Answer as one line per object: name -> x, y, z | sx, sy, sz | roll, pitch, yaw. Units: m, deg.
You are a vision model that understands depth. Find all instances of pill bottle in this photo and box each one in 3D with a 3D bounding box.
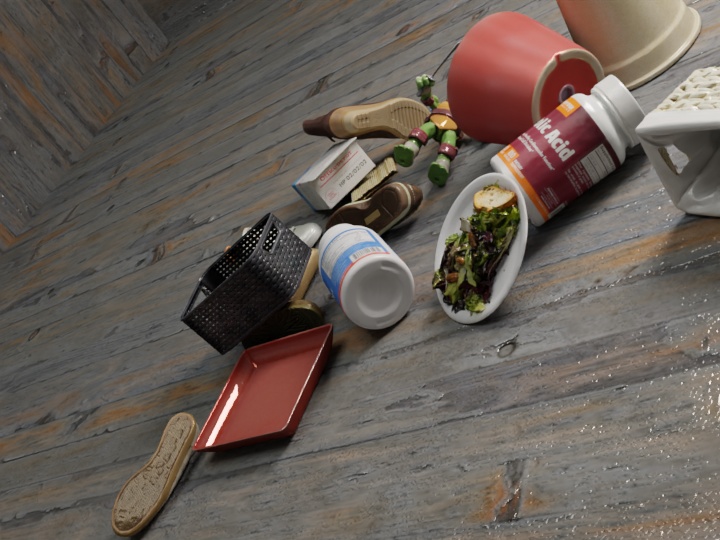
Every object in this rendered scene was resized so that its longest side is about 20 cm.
pill bottle -> 0.000, 0.000, 1.574 | 0.112, 0.113, 0.200 | -39, 24, 0
pill bottle -> 0.283, -0.162, 1.435 | 0.199, 0.115, 0.115 | -37, 25, 7

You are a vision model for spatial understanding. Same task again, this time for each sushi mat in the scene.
sushi mat -> 0.021, -0.160, 1.860 | 0.095, 0.012, 0.200 | -38, 12, 7

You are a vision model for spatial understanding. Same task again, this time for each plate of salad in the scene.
plate of salad -> 0.148, -0.032, 1.405 | 0.199, 0.047, 0.204 | -31, 52, 51

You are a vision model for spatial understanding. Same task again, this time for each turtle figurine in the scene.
turtle figurine -> 0.144, -0.254, 1.744 | 0.198, 0.144, 0.196 | -13, 40, 50

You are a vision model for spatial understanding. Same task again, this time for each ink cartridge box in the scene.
ink cartridge box -> -0.047, -0.170, 1.909 | 0.115, 0.068, 0.200 | -45, 11, -8

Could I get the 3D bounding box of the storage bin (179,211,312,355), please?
storage bin -> -0.180, 0.022, 1.681 | 0.199, 0.094, 0.136 | -38, 20, 32

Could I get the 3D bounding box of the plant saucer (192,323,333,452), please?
plant saucer -> -0.133, 0.180, 1.558 | 0.197, 0.037, 0.202 | -19, 34, 38

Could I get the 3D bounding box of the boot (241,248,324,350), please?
boot -> -0.102, 0.032, 1.720 | 0.173, 0.066, 0.202 | -20, 31, 35

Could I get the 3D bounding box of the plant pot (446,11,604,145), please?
plant pot -> 0.254, -0.272, 1.585 | 0.200, 0.201, 0.177 | -44, 35, -10

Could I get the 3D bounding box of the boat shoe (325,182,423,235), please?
boat shoe -> 0.026, -0.086, 1.746 | 0.074, 0.076, 0.201 | -16, -4, -44

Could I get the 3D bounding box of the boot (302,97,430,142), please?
boot -> 0.012, -0.272, 1.941 | 0.197, 0.074, 0.165 | -6, 7, -33

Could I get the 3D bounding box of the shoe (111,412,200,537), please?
shoe -> -0.295, 0.307, 1.573 | 0.069, 0.054, 0.202 | 19, 62, 24

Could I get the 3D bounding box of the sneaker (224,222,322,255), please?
sneaker -> -0.163, -0.047, 1.907 | 0.198, 0.085, 0.073 | -26, 27, 26

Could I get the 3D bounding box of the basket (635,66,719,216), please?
basket -> 0.433, -0.149, 1.185 | 0.124, 0.136, 0.199 | -47, 26, -20

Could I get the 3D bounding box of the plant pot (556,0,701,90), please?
plant pot -> 0.380, -0.399, 1.601 | 0.199, 0.184, 0.202 | -31, 27, 18
